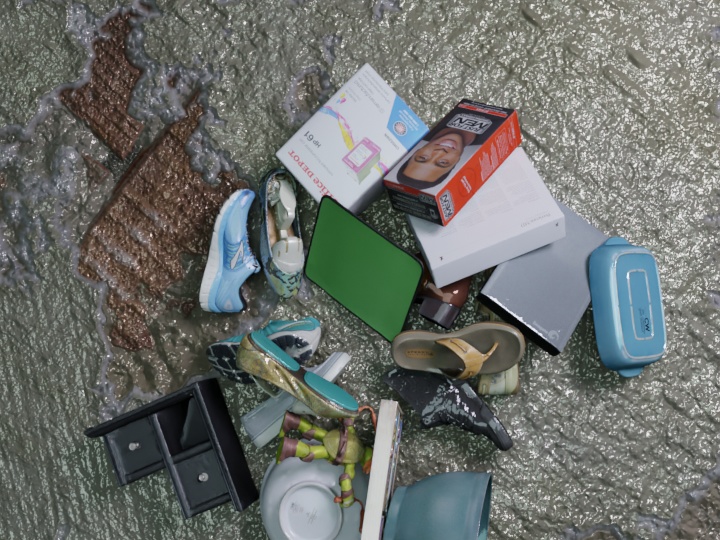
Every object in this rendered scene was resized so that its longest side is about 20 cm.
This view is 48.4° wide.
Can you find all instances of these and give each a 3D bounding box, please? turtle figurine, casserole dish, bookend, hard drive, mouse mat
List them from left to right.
[{"bbox_3d":[-0.288,0.297,1.230,0.197,0.092,0.202,-22,84,7],"label":"bookend"},{"bbox_3d":[-0.039,0.264,1.149,0.159,0.065,0.202,16,49,-12],"label":"turtle figurine"},{"bbox_3d":[0.000,0.000,1.182,0.199,0.007,0.163,36,132,22],"label":"mouse mat"},{"bbox_3d":[0.271,0.003,1.151,0.139,0.033,0.201,36,67,3],"label":"hard drive"},{"bbox_3d":[0.387,0.050,1.144,0.119,0.039,0.204,-2,85,-28],"label":"casserole dish"}]

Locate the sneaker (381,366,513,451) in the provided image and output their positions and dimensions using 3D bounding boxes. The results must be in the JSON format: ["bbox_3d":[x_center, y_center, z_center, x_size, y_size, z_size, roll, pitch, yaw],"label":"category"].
[{"bbox_3d":[0.129,0.208,1.193,0.104,0.060,0.201,-39,76,2],"label":"sneaker"}]

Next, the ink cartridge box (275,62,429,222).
[{"bbox_3d":[-0.009,-0.186,1.224,0.200,0.085,0.145,-44,82,5],"label":"ink cartridge box"}]

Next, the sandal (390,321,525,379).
[{"bbox_3d":[0.135,0.121,1.139,0.196,0.054,0.082,-3,114,17],"label":"sandal"}]

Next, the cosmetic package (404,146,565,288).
[{"bbox_3d":[0.172,-0.078,1.152,0.197,0.052,0.152,-21,49,1],"label":"cosmetic package"}]

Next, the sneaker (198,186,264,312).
[{"bbox_3d":[-0.189,-0.029,1.255,0.088,0.078,0.204,13,97,-1],"label":"sneaker"}]

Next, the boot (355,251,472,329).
[{"bbox_3d":[0.102,-0.040,1.210,0.186,0.068,0.202,25,84,23],"label":"boot"}]

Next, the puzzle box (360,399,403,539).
[{"bbox_3d":[0.033,0.294,1.141,0.025,0.133,0.204,6,74,10],"label":"puzzle box"}]

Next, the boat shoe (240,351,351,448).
[{"bbox_3d":[-0.103,0.183,1.221,0.200,0.070,0.072,-43,84,5],"label":"boat shoe"}]

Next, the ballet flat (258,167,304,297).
[{"bbox_3d":[-0.119,-0.061,1.234,0.073,0.074,0.204,-11,86,7],"label":"ballet flat"}]

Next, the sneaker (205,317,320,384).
[{"bbox_3d":[-0.147,0.119,1.234,0.197,0.080,0.078,-12,116,23],"label":"sneaker"}]

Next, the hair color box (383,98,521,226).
[{"bbox_3d":[0.135,-0.159,1.153,0.101,0.062,0.200,21,58,38],"label":"hair color box"}]

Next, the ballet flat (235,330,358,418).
[{"bbox_3d":[-0.095,0.166,1.152,0.199,0.071,0.071,34,91,2],"label":"ballet flat"}]

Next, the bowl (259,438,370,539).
[{"bbox_3d":[-0.066,0.356,1.195,0.197,0.090,0.205,-1,86,7],"label":"bowl"}]

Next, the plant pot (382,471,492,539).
[{"bbox_3d":[0.104,0.374,1.120,0.132,0.200,0.204,7,87,14],"label":"plant pot"}]

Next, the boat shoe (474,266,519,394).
[{"bbox_3d":[0.197,0.083,1.182,0.061,0.073,0.204,-4,85,6],"label":"boat shoe"}]
